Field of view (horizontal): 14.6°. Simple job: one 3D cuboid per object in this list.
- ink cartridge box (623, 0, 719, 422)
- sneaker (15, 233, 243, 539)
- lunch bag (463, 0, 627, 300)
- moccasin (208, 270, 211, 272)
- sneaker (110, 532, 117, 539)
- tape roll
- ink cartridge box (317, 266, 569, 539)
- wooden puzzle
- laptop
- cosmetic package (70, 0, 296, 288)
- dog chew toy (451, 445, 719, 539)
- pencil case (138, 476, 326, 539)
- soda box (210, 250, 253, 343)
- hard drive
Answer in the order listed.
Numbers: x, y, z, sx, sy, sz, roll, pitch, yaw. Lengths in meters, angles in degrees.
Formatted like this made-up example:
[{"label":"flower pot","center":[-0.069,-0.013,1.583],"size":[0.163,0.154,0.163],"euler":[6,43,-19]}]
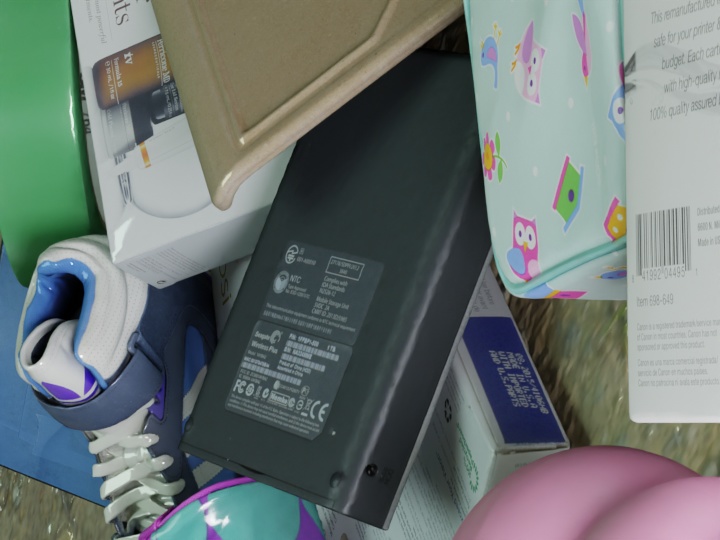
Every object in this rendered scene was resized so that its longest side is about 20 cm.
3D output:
[{"label":"ink cartridge box","center":[0.145,-0.054,0.873],"size":[0.146,0.085,0.201],"euler":[173,95,-70]},{"label":"sneaker","center":[-0.119,0.082,1.372],"size":[0.080,0.146,0.201],"euler":[-12,75,34]},{"label":"lunch bag","center":[0.094,-0.093,1.028],"size":[0.160,0.077,0.201],"euler":[145,123,-68]},{"label":"moccasin","center":[-0.079,-0.025,1.514],"size":[0.201,0.073,0.078],"euler":[-116,42,-57]},{"label":"sneaker","center":[-0.077,0.161,1.489],"size":[0.200,0.077,0.087],"euler":[-50,49,54]},{"label":"tape roll","center":[-0.160,-0.092,1.472],"size":[0.200,0.048,0.201],"euler":[-5,-90,-88]},{"label":"ink cartridge box","center":[0.028,0.086,1.259],"size":[0.197,0.043,0.200],"euler":[-112,26,-47]},{"label":"wooden puzzle","center":[-0.008,-0.139,1.256],"size":[0.200,0.037,0.185],"euler":[-40,38,17]},{"label":"laptop","center":[-0.144,0.099,1.626],"size":[0.200,0.116,0.188],"euler":[-113,30,-48]},{"label":"cosmetic package","center":[-0.060,-0.110,1.353],"size":[0.052,0.150,0.201],"euler":[34,-139,-60]},{"label":"dog chew toy","center":[0.108,0.121,0.933],"size":[0.200,0.124,0.125],"euler":[-5,85,62]},{"label":"pencil case","center":[-0.043,0.198,1.278],"size":[0.085,0.092,0.201],"euler":[139,117,-65]},{"label":"soda box","center":[-0.038,-0.036,1.401],"size":[0.064,0.068,0.201],"euler":[135,132,-61]},{"label":"hard drive","center":[0.000,0.000,1.210],"size":[0.139,0.033,0.201],"euler":[15,82,56]}]
